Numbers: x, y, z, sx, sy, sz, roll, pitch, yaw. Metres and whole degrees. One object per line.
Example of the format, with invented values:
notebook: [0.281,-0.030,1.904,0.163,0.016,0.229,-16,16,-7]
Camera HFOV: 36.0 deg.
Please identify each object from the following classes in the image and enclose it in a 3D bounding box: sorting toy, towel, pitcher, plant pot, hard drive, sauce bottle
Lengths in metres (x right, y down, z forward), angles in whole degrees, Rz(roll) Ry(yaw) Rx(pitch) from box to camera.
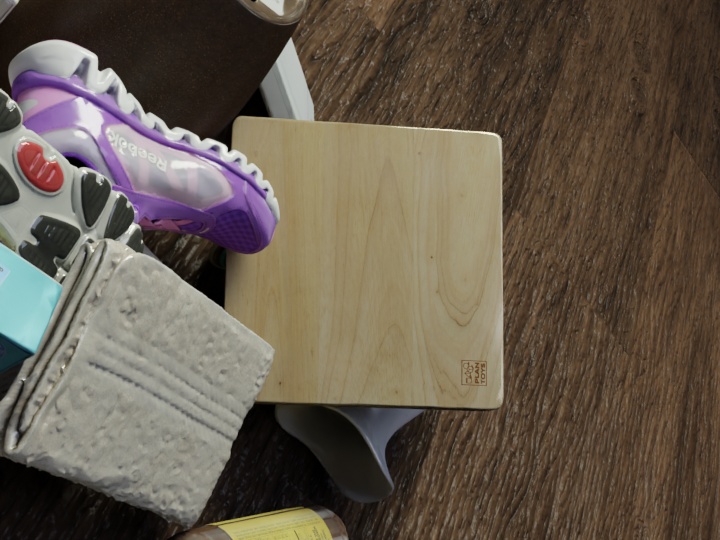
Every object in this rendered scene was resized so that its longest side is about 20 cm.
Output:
sorting toy: [0.000,0.000,0.811,0.196,0.070,0.202,3,79,-7]
towel: [-0.127,0.071,0.657,0.133,0.034,0.200,-64,149,-13]
pitcher: [-0.001,0.056,0.894,0.171,0.121,0.201,40,54,-7]
plant pot: [-0.135,-0.165,0.769,0.186,0.199,0.189,26,52,-40]
hard drive: [-0.079,-0.201,0.904,0.132,0.026,0.201,-94,167,-60]
sauce bottle: [-0.093,0.200,0.738,0.199,0.064,0.065,2,69,-47]

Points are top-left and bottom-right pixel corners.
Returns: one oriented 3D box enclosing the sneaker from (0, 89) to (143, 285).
sneaker: [-0.194,-0.040,0.610,0.081,0.083,0.200,-59,137,-25]

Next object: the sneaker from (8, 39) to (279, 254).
sneaker: [-0.140,-0.052,0.693,0.199,0.080,0.089,32,53,-33]

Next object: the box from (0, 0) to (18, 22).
box: [-0.251,-0.222,0.726,0.082,0.068,0.201,40,28,-28]

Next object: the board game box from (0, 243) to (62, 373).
board game box: [-0.275,-0.005,0.556,0.200,0.150,0.047,40,43,-29]

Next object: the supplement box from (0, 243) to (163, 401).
supplement box: [-0.216,-0.004,0.688,0.200,0.073,0.127,50,40,-22]

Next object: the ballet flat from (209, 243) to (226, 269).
ballet flat: [-0.055,-0.046,0.916,0.199,0.069,0.070,-11,79,-44]
